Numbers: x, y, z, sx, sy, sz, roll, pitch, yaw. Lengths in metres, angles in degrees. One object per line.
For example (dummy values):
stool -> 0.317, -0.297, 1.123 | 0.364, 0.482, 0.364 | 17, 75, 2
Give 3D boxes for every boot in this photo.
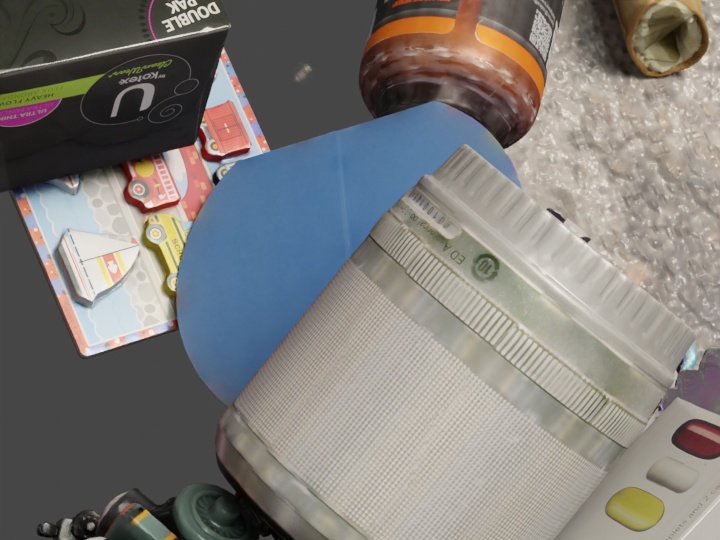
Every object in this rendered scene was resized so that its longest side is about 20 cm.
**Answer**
boot -> 0.155, -0.238, 1.612 | 0.066, 0.175, 0.201 | -16, 66, 13

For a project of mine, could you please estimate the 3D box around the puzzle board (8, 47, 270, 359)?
puzzle board -> -0.122, -0.062, 1.511 | 0.150, 0.017, 0.201 | -17, 73, -26

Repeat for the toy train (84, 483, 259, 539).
toy train -> -0.058, 0.185, 1.288 | 0.200, 0.085, 0.114 | 41, 33, 8

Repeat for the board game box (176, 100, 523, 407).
board game box -> 0.000, 0.000, 1.459 | 0.199, 0.039, 0.158 | -16, 57, 15

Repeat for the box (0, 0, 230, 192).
box -> -0.176, -0.162, 1.459 | 0.148, 0.124, 0.201 | -14, 66, -20

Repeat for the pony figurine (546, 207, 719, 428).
pony figurine -> 0.132, 0.076, 1.442 | 0.166, 0.193, 0.200 | 27, 63, 5

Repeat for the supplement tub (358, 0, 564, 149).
supplement tub -> 0.059, -0.140, 1.560 | 0.107, 0.107, 0.201 | 21, 61, -10

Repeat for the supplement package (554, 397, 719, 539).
supplement package -> 0.154, 0.191, 1.322 | 0.200, 0.111, 0.156 | -45, 108, -8

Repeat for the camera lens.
camera lens -> 0.041, 0.062, 1.299 | 0.160, 0.160, 0.200 | 39, 94, 0

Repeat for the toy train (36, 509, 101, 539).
toy train -> -0.073, 0.168, 1.416 | 0.199, 0.034, 0.046 | 17, 74, -13
